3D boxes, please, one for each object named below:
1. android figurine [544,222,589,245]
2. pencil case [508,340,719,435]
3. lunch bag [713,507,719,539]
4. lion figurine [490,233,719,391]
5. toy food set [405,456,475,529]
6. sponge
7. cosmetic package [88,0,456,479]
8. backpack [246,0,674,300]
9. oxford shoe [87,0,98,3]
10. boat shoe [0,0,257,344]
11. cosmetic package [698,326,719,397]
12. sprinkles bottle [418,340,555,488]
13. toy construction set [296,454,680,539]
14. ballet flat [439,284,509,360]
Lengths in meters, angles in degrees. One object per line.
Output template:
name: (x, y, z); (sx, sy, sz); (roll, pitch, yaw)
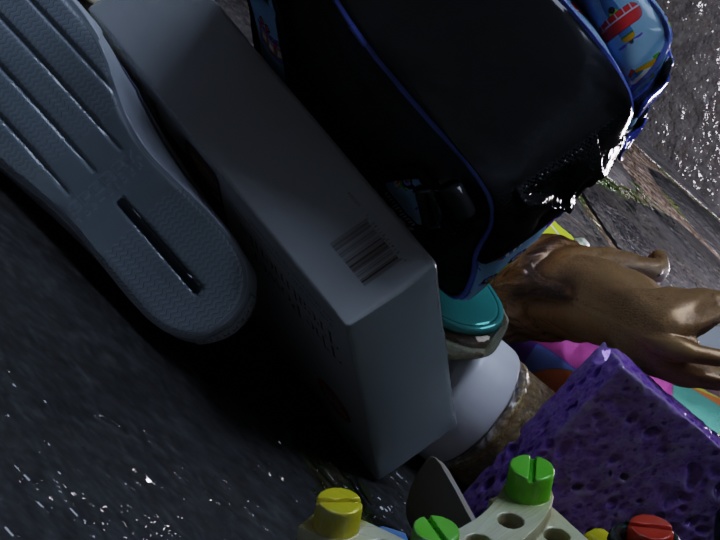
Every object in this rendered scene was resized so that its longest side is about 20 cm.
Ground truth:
android figurine: (0.136, -0.009, 1.785); (0.200, 0.041, 0.182); (30, 19, -45)
pencil case: (0.116, 0.062, 1.307); (0.199, 0.089, 0.088); (35, 11, 5)
lunch bag: (0.248, 0.186, 1.126); (0.136, 0.131, 0.201); (-120, -163, -50)
lion figurine: (0.127, 0.021, 1.197); (0.122, 0.073, 0.200); (5, 1, -34)
toy food set: (0.112, 0.167, 1.065); (0.200, 0.060, 0.144); (36, 15, -36)
sponge: (0.149, 0.132, 1.176); (0.200, 0.112, 0.030); (38, 11, -25)
cosmetic package: (-0.037, -0.022, 1.093); (0.200, 0.052, 0.151); (50, -12, 27)
backpack: (0.036, -0.086, 1.082); (0.183, 0.134, 0.200); (52, -11, 13)
oxford shoe: (-0.141, -0.188, 1.433); (0.075, 0.058, 0.200); (51, 15, 19)
boat shoe: (-0.116, -0.047, 1.055); (0.200, 0.072, 0.062); (54, -4, 8)
cosmetic package: (0.233, 0.094, 1.359); (0.199, 0.102, 0.074); (12, 21, 36)
sprinkles bottle: (0.105, 0.109, 1.218); (0.200, 0.068, 0.068); (40, 13, -21)
toy construction set: (0.075, 0.145, 0.893); (0.130, 0.092, 0.200); (-10, 48, -33)
ballet flat: (0.000, 0.000, 1.203); (0.067, 0.063, 0.200); (-11, 39, -37)
